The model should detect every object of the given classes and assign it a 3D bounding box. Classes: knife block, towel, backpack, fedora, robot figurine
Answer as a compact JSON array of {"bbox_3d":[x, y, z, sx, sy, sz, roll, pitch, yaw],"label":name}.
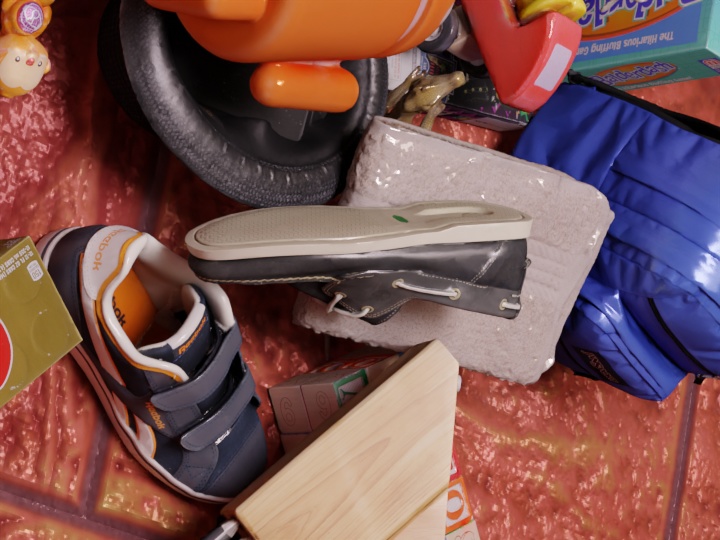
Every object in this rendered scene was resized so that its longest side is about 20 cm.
[{"bbox_3d":[-0.040,0.133,1.515,0.174,0.064,0.201,6,84,-11],"label":"knife block"},{"bbox_3d":[0.059,-0.008,1.580,0.199,0.034,0.133,13,104,-39],"label":"towel"},{"bbox_3d":[0.194,-0.005,1.699,0.162,0.199,0.168,39,78,-43],"label":"backpack"},{"bbox_3d":[-0.078,-0.122,1.532,0.200,0.091,0.202,5,83,-45],"label":"fedora"},{"bbox_3d":[-0.024,-0.171,1.441,0.199,0.116,0.145,-6,67,-45],"label":"robot figurine"}]

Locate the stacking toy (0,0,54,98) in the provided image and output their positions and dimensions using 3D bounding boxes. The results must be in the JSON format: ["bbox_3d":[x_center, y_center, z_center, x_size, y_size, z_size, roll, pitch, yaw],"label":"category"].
[{"bbox_3d":[-0.173,-0.192,1.455,0.116,0.109,0.201,11,89,-46],"label":"stacking toy"}]

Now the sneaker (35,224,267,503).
[{"bbox_3d":[-0.102,0.057,1.503,0.200,0.079,0.079,52,53,-29],"label":"sneaker"}]

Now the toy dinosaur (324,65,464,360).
[{"bbox_3d":[0.005,-0.054,1.618,0.058,0.201,0.101,27,28,2],"label":"toy dinosaur"}]

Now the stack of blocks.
[{"bbox_3d":[0.008,0.155,1.612,0.115,0.058,0.201,-22,101,-44],"label":"stack of blocks"}]

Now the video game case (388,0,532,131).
[{"bbox_3d":[0.042,-0.200,1.695,0.181,0.036,0.201,9,80,-44],"label":"video game case"}]

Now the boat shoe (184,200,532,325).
[{"bbox_3d":[0.000,0.000,1.484,0.199,0.072,0.068,-1,109,-20],"label":"boat shoe"}]

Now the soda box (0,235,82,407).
[{"bbox_3d":[-0.238,0.063,1.377,0.200,0.064,0.068,-41,114,-38],"label":"soda box"}]

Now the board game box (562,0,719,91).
[{"bbox_3d":[0.198,-0.220,1.770,0.045,0.152,0.201,25,69,-39],"label":"board game box"}]

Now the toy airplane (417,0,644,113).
[{"bbox_3d":[0.110,-0.223,1.638,0.200,0.140,0.200,-53,129,-47],"label":"toy airplane"}]
